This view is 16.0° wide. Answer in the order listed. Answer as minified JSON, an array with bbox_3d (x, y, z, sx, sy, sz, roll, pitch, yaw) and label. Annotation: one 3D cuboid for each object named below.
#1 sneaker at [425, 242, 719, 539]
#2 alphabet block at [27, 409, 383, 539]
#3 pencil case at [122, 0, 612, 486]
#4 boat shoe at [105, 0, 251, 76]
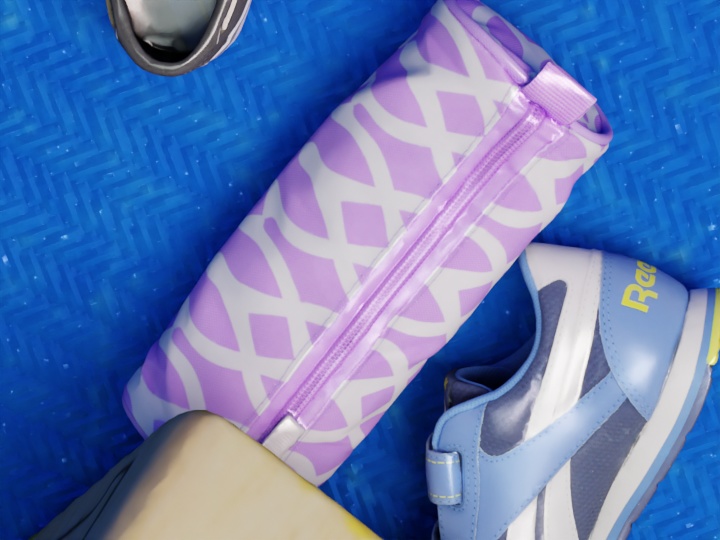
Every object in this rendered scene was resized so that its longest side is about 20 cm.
[{"bbox_3d":[0.053,0.080,0.902,0.082,0.074,0.201,26,100,-3],"label":"sneaker"},{"bbox_3d":[-0.063,0.200,0.822,0.195,0.201,0.196,39,144,-11],"label":"alphabet block"},{"bbox_3d":[0.000,0.000,0.867,0.084,0.086,0.200,35,103,-9],"label":"pencil case"},{"bbox_3d":[-0.055,-0.159,0.827,0.069,0.066,0.201,10,107,-3],"label":"boat shoe"}]
